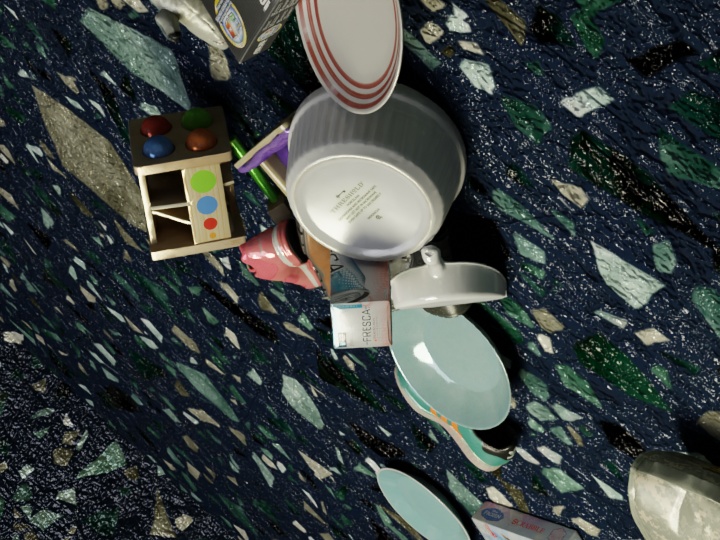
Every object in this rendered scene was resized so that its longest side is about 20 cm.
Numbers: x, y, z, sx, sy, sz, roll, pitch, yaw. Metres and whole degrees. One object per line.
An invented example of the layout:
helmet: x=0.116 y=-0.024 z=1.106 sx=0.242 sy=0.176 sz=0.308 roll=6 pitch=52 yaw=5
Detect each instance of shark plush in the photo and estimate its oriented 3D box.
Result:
shark plush: x=-0.234 y=-0.332 z=1.648 sx=0.199 sy=0.092 sz=0.083 roll=34 pitch=-175 yaw=12

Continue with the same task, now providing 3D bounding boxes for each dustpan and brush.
dustpan and brush: x=0.090 y=0.007 z=1.575 sx=0.200 sy=0.137 sz=0.058 roll=21 pitch=-117 yaw=-80

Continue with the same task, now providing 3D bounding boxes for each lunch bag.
lunch bag: x=0.400 y=0.285 z=1.570 sx=0.163 sy=0.118 sz=0.201 roll=21 pitch=152 yaw=43

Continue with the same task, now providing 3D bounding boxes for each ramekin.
ramekin: x=0.011 y=-0.097 z=1.497 sx=0.199 sy=0.095 sz=0.204 roll=9 pitch=140 yaw=7

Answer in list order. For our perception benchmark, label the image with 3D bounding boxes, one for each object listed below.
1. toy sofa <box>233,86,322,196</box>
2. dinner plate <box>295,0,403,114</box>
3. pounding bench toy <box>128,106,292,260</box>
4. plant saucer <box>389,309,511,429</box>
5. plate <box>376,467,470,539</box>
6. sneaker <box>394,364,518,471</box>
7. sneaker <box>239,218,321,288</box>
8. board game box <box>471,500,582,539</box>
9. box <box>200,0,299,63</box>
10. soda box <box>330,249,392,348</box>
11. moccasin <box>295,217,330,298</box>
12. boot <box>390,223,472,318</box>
toy sofa: x=-0.065 y=-0.143 z=1.639 sx=0.083 sy=0.098 sz=0.200 roll=47 pitch=155 yaw=-8
dinner plate: x=-0.008 y=-0.256 z=1.386 sx=0.200 sy=0.024 sz=0.203 roll=36 pitch=135 yaw=46
pounding bench toy: x=-0.189 y=-0.127 z=1.814 sx=0.125 sy=0.197 sz=0.158 roll=-109 pitch=12 yaw=-54
plant saucer: x=0.121 y=0.111 z=1.801 sx=0.200 sy=0.039 sz=0.203 roll=30 pitch=141 yaw=27
plate: x=0.110 y=0.390 z=2.317 sx=0.199 sy=0.026 sz=0.201 roll=36 pitch=154 yaw=20
sneaker: x=0.135 y=0.180 z=1.893 sx=0.200 sy=0.071 sz=0.080 roll=43 pitch=145 yaw=2
sneaker: x=-0.105 y=-0.019 z=1.856 sx=0.200 sy=0.086 sz=0.075 roll=46 pitch=-149 yaw=-72
board game box: x=0.285 y=0.447 z=2.109 sx=0.198 sy=0.041 sz=0.201 roll=10 pitch=139 yaw=53
box: x=-0.127 y=-0.328 z=1.460 sx=0.161 sy=0.044 sz=0.200 roll=59 pitch=156 yaw=3
soda box: x=0.000 y=0.000 z=1.575 sx=0.067 sy=0.201 sz=0.064 roll=-3 pitch=125 yaw=1
moccasin: x=-0.033 y=-0.034 z=1.797 sx=0.202 sy=0.077 sz=0.074 roll=66 pitch=-169 yaw=-48
boot: x=0.045 y=-0.016 z=1.719 sx=0.198 sy=0.068 sz=0.132 roll=4 pitch=131 yaw=39
